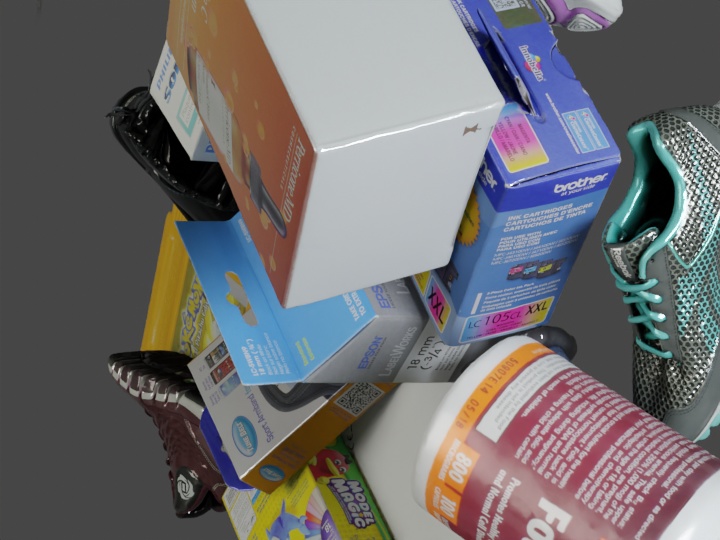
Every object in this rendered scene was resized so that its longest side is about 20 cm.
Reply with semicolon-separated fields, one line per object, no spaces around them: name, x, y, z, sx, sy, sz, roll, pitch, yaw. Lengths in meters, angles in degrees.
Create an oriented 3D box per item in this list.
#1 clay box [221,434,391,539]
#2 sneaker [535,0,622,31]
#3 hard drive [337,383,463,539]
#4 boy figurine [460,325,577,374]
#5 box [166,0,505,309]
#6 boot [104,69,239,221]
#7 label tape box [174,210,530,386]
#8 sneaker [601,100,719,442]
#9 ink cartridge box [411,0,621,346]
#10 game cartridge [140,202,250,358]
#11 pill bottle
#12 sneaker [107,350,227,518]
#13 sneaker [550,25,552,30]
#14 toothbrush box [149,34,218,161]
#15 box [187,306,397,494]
clay box;-0.030;0.202;1.237;0.115;0.047;0.201;-61;42;34
sneaker;0.081;-0.218;1.004;0.100;0.199;0.075;-59;14;-14
hard drive;0.027;0.146;1.217;0.200;0.026;0.133;-23;70;55
boy figurine;0.129;0.133;1.022;0.124;0.064;0.201;-32;63;23
box;-0.022;-0.110;0.942;0.153;0.106;0.201;106;145;-56
boot;-0.103;-0.067;1.259;0.073;0.198;0.162;-49;16;-6
label tape box;0.000;0.000;1.103;0.063;0.199;0.145;-60;43;36
sneaker;0.165;0.001;0.944;0.077;0.091;0.202;20;106;56
ink cartridge box;0.073;-0.069;0.983;0.200;0.076;0.137;107;143;-55
game cartridge;-0.128;0.052;1.459;0.200;0.032;0.178;35;118;51
pill bottle;0.135;0.132;0.917;0.199;0.114;0.115;33;119;26
sneaker;-0.152;0.138;1.402;0.200;0.075;0.116;23;111;56
sneaker;0.095;-0.148;1.086;0.073;0.070;0.202;6;111;52
toothbrush box;-0.020;-0.150;1.142;0.085;0.199;0.147;56;132;43
box;-0.042;0.065;1.229;0.200;0.041;0.119;-41;48;10
